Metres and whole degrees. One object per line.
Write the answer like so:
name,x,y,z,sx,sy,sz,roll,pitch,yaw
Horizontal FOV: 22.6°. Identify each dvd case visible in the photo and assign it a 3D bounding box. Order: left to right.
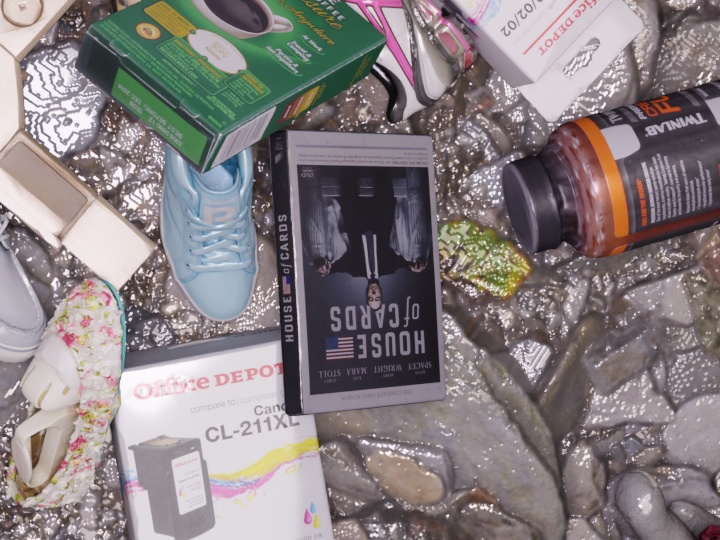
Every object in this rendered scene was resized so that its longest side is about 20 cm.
dvd case,0.000,0.000,1.313,0.150,0.025,0.201,-2,87,-44

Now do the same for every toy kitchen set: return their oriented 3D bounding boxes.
toy kitchen set,-0.189,-0.112,1.247,0.200,0.163,0.181,42,85,-10

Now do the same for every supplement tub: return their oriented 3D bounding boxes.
supplement tub,0.210,-0.072,1.352,0.199,0.107,0.108,-16,95,-10

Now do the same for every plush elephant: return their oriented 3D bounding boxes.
plush elephant,0.318,0.222,1.364,0.155,0.165,0.200,-35,127,6

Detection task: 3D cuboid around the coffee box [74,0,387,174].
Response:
coffee box,-0.084,-0.150,1.234,0.123,0.044,0.200,39,42,12

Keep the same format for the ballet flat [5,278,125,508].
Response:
ballet flat,-0.208,0.096,1.254,0.064,0.076,0.201,-19,138,-39

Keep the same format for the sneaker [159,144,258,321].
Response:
sneaker,-0.110,-0.048,1.289,0.073,0.082,0.201,-9,112,-5

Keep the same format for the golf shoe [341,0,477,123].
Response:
golf shoe,-0.008,-0.198,1.322,0.200,0.073,0.092,45,85,-9

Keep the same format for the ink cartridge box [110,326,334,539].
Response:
ink cartridge box,-0.103,0.153,1.316,0.145,0.083,0.201,-10,95,-10

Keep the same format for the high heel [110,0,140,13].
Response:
high heel,-0.137,-0.216,1.261,0.071,0.143,0.201,4,92,-10

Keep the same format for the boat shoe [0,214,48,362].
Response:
boat shoe,-0.280,-0.024,1.232,0.201,0.071,0.070,49,43,-7

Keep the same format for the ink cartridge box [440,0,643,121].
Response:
ink cartridge box,0.121,-0.219,1.348,0.200,0.068,0.115,45,85,-10
